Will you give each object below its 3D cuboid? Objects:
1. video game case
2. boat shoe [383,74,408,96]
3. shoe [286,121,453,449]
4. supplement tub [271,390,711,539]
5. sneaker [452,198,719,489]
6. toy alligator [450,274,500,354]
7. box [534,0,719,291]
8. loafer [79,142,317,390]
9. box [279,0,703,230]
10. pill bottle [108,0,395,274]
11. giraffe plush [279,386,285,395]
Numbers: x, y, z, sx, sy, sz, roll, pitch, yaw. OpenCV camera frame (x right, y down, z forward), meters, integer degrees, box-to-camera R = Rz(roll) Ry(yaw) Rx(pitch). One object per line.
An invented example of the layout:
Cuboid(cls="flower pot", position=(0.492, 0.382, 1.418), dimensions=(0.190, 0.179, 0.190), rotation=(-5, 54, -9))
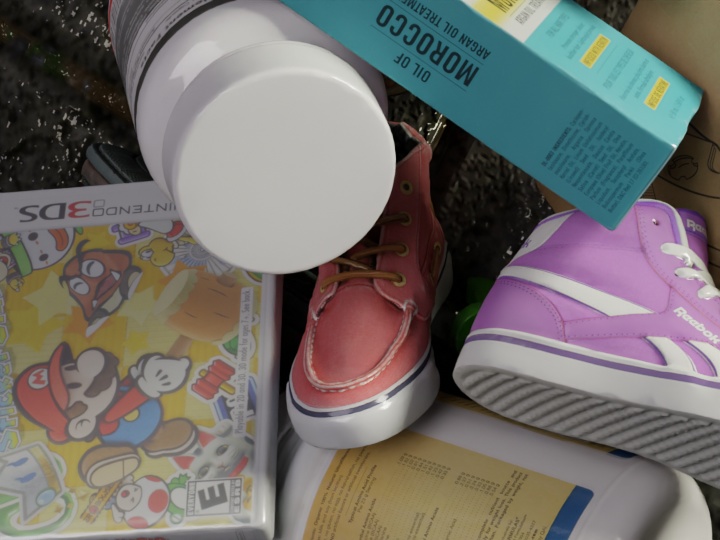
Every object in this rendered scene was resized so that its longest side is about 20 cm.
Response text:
Cuboid(cls="video game case", position=(-0.128, 0.042, 0.839), dimensions=(0.182, 0.023, 0.200), rotation=(-4, 55, 7))
Cuboid(cls="boat shoe", position=(-0.008, -0.192, 0.942), dimensions=(0.072, 0.076, 0.200), rotation=(-18, 74, 28))
Cuboid(cls="shoe", position=(0.000, 0.000, 0.832), dimensions=(0.071, 0.200, 0.091), rotation=(-7, 114, 15))
Cuboid(cls="supplement tub", position=(0.047, 0.134, 0.820), dimensions=(0.200, 0.145, 0.145), rotation=(15, 91, 32))
Cuboid(cls="sneaker", position=(0.149, 0.026, 0.742), dimensions=(0.200, 0.073, 0.114), rotation=(19, 63, 24))
Cuboid(cls="toy alligator", position=(0.100, 0.052, 0.828), dimensions=(0.200, 0.054, 0.059), rotation=(34, 132, 45))
Cuboid(cls="box", position=(0.165, -0.026, 0.791), dimensions=(0.200, 0.021, 0.164), rotation=(60, 142, 30))
Cuboid(cls="loafer", position=(-0.091, 0.000, 0.971), dimensions=(0.200, 0.072, 0.063), rotation=(36, 107, 28))
Cuboid(cls="box", position=(0.048, -0.105, 0.759), dimensions=(0.200, 0.082, 0.049), rotation=(35, 120, 2))
Cuboid(cls="pill bottle", position=(-0.051, -0.087, 0.815), dimensions=(0.114, 0.114, 0.200), rotation=(-51, 28, 15))
Cuboid(cls="giraffe plush", position=(-0.153, 0.086, 0.907), dimensions=(0.173, 0.162, 0.200), rotation=(50, 130, 15))
